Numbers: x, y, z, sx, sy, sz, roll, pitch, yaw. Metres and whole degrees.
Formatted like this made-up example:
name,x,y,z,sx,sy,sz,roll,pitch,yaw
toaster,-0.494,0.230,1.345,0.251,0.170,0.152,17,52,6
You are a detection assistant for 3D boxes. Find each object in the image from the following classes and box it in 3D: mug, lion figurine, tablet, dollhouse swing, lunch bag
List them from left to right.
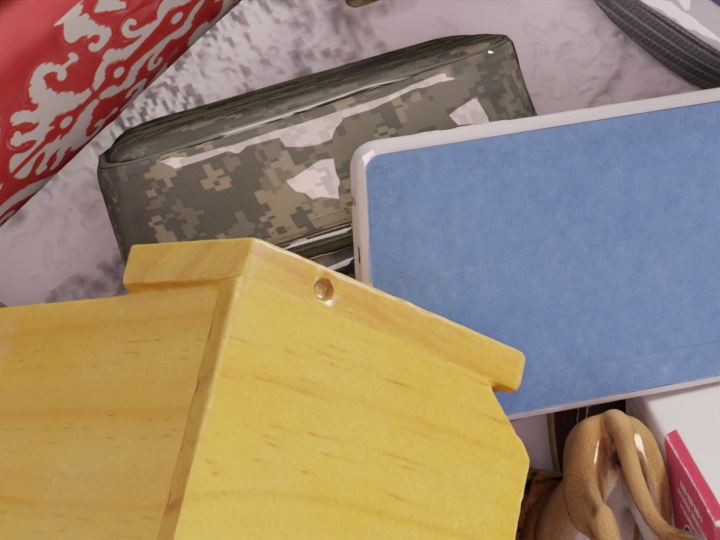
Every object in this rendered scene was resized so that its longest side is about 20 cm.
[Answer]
name,x,y,z,sx,sy,sz,roll,pitch,yaw
mug,-0.144,-0.098,1.090,0.200,0.178,0.134,-40,109,-5
dollhouse swing,-0.067,0.112,1.004,0.181,0.176,0.201,23,67,-27
lunch bag,0.000,0.000,1.120,0.199,0.139,0.168,-17,99,-4
lion figurine,0.096,0.108,1.095,0.072,0.200,0.123,9,57,-18
tablet,0.094,-0.005,1.063,0.199,0.014,0.131,-10,112,-15

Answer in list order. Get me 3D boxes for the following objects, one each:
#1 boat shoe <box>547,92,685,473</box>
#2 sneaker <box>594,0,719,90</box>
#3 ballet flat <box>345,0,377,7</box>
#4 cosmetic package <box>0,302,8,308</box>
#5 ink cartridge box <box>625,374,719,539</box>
name,x,y,z,sx,sy,sz,roll,pitch,yaw
boat shoe,0.133,0.019,1.161,0.072,0.072,0.201,16,93,-5
sneaker,0.197,-0.106,1.166,0.199,0.073,0.071,26,82,-14
ballet flat,0.062,-0.195,1.150,0.071,0.071,0.201,28,91,-5
cosmetic package,-0.147,0.119,1.093,0.105,0.071,0.200,-35,59,9
ink cartridge box,0.171,0.154,1.107,0.084,0.145,0.201,-8,115,-6
